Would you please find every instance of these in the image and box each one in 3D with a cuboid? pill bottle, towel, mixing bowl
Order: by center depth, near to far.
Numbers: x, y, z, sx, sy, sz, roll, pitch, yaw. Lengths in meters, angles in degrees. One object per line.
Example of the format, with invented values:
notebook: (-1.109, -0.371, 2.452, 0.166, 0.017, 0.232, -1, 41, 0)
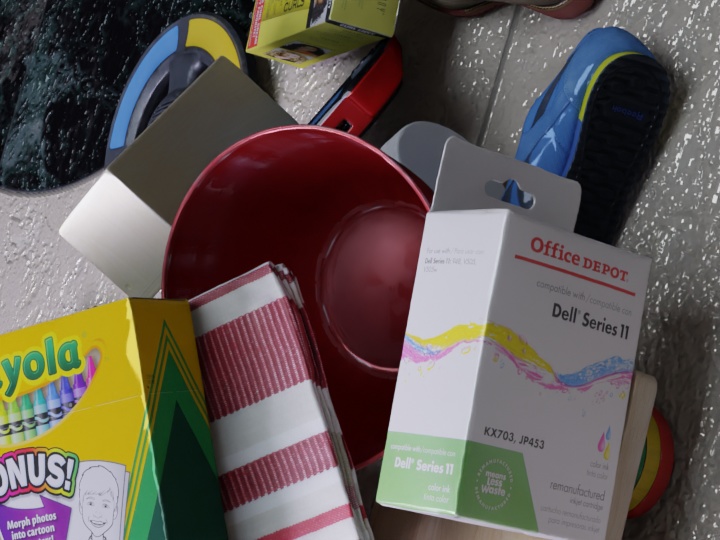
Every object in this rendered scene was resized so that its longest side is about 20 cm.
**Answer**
towel: (-0.067, 0.112, 1.247, 0.143, 0.023, 0.202, -24, 77, 32)
mixing bowl: (-0.007, 0.015, 1.281, 0.199, 0.108, 0.202, 2, 94, 31)
pill bottle: (0.000, 0.000, 1.412, 0.200, 0.116, 0.117, -44, 46, 36)

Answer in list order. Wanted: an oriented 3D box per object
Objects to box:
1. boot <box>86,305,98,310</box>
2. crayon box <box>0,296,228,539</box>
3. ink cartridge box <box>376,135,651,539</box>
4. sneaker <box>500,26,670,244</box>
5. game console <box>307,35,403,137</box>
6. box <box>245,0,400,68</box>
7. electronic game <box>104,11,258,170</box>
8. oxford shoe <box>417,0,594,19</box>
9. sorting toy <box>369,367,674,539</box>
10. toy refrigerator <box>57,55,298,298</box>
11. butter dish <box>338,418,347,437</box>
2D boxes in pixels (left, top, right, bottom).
boot: (-0.125, 0.047, 1.526, 0.073, 0.149, 0.202, -41, 48, 45)
crayon box: (-0.175, 0.120, 1.275, 0.199, 0.058, 0.174, -15, 82, 36)
ink cartridge box: (0.087, 0.037, 1.166, 0.067, 0.116, 0.202, 1, 79, 51)
sneaker: (0.120, -0.053, 1.325, 0.201, 0.065, 0.078, -64, 26, 13)
game console: (-0.043, -0.074, 1.463, 0.200, 0.031, 0.177, -48, 10, 10)
box: (-0.024, -0.191, 1.522, 0.200, 0.050, 0.076, 180, 103, -72)
electronic game: (-0.141, -0.103, 1.698, 0.199, 0.041, 0.202, -22, 61, 47)
oxford shoe: (0.072, -0.208, 1.426, 0.199, 0.074, 0.071, 10, 86, 54)
sorting toy: (0.095, 0.148, 1.273, 0.198, 0.069, 0.202, 11, 86, 54)
toy refrigerator: (-0.117, -0.060, 1.435, 0.070, 0.076, 0.200, -46, 5, 32)
butter dish: (-0.117, 0.169, 1.354, 0.200, 0.147, 0.201, -2, 71, 65)
